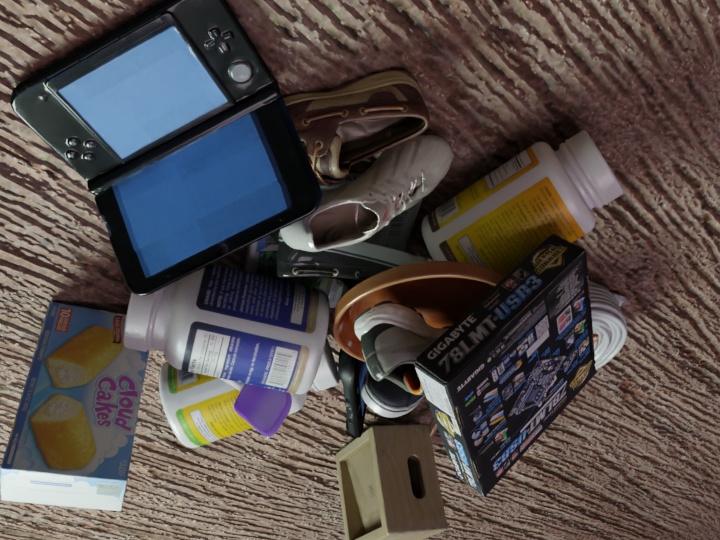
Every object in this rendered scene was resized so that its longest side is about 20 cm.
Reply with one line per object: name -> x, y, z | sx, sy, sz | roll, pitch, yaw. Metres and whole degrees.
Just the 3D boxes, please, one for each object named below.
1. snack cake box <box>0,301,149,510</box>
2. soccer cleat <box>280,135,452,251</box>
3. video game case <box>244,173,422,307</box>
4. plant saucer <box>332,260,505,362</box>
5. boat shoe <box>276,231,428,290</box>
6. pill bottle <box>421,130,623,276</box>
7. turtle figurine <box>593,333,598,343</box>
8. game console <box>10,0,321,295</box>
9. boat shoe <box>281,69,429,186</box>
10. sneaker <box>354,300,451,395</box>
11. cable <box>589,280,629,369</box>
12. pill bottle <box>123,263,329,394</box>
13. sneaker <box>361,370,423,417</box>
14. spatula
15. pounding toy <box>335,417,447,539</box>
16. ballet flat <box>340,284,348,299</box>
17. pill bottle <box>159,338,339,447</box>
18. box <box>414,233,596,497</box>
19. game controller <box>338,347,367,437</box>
snack cake box -> -0.286, 0.137, 0.761 | 0.114, 0.201, 0.067 | 10, 135, -16
soccer cleat -> 0.017, -0.069, 0.703 | 0.199, 0.077, 0.070 | -28, 121, -19
video game case -> -0.036, -0.027, 0.818 | 0.180, 0.022, 0.201 | -3, 139, -18
plant saucer -> 0.069, 0.047, 0.776 | 0.198, 0.033, 0.201 | -3, 147, -2
boat shoe -> 0.000, 0.000, 0.781 | 0.198, 0.057, 0.068 | 15, 175, -26
pill bottle -> 0.172, -0.061, 0.785 | 0.199, 0.110, 0.109 | -33, 138, 18
turtle figurine -> 0.194, 0.120, 0.943 | 0.198, 0.065, 0.162 | -9, 140, -5
game console -> -0.159, -0.101, 0.610 | 0.198, 0.119, 0.171 | -26, 140, 9
boat shoe -> -0.032, -0.118, 0.672 | 0.198, 0.072, 0.072 | -18, 140, 1
sneaker -> 0.079, 0.097, 0.754 | 0.199, 0.080, 0.074 | 16, 140, -32
cable -> 0.272, 0.094, 1.033 | 0.199, 0.070, 0.200 | 24, 125, -39
pill bottle -> -0.140, 0.056, 0.776 | 0.198, 0.116, 0.116 | 14, 134, -11
sneaker -> 0.075, 0.110, 0.934 | 0.200, 0.078, 0.080 | -30, 152, -52
spatula -> -0.164, 0.110, 0.831 | 0.057, 0.199, 0.021 | -55, 172, -8
pounding toy -> 0.063, 0.315, 1.145 | 0.141, 0.202, 0.184 | 4, 151, -24
ballet flat -> 0.075, 0.033, 0.847 | 0.198, 0.063, 0.068 | 3, 157, -10
pill bottle -> -0.131, 0.132, 0.894 | 0.198, 0.112, 0.111 | -20, 141, 3
box -> 0.157, 0.099, 0.739 | 0.200, 0.050, 0.199 | -41, 136, -19
game controller -> -0.004, 0.136, 0.945 | 0.042, 0.105, 0.201 | -2, 145, 2
